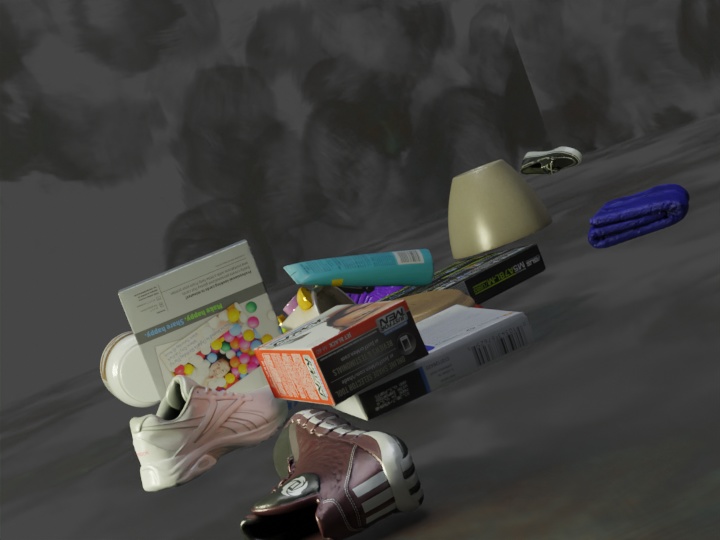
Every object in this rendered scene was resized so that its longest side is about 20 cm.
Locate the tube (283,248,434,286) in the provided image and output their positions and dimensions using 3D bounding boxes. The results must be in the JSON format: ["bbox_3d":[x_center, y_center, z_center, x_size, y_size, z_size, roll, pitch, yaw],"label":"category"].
[{"bbox_3d":[0.000,0.000,1.729,0.198,0.051,0.077,-3,12,-18],"label":"tube"}]

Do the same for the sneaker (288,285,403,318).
[{"bbox_3d":[-0.022,0.039,1.960,0.198,0.101,0.069,-23,7,-16],"label":"sneaker"}]

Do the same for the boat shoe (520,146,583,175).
[{"bbox_3d":[0.543,-0.302,3.628,0.199,0.071,0.064,-4,48,46],"label":"boat shoe"}]

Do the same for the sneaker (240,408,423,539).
[{"bbox_3d":[-0.048,0.158,0.928,0.115,0.076,0.199,-27,7,-26],"label":"sneaker"}]

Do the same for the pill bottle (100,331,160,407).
[{"bbox_3d":[-0.341,0.154,1.983,0.113,0.115,0.200,-22,5,-16],"label":"pill bottle"}]

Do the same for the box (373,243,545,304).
[{"bbox_3d":[0.130,0.026,1.801,0.199,0.048,0.193,-25,4,-32],"label":"box"}]

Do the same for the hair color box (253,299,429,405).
[{"bbox_3d":[-0.024,0.081,1.283,0.110,0.064,0.200,-26,7,-20],"label":"hair color box"}]

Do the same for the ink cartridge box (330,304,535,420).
[{"bbox_3d":[0.060,0.095,1.354,0.196,0.047,0.200,-25,4,-13],"label":"ink cartridge box"}]

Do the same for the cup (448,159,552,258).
[{"bbox_3d":[0.245,-0.124,2.399,0.198,0.145,0.200,-20,5,2],"label":"cup"}]

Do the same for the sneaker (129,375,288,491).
[{"bbox_3d":[-0.155,0.148,1.327,0.077,0.100,0.199,-16,7,43],"label":"sneaker"}]

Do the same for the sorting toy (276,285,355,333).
[{"bbox_3d":[-0.098,0.106,1.729,0.180,0.107,0.200,-38,0,15],"label":"sorting toy"}]

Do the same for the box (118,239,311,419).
[{"bbox_3d":[-0.162,0.088,1.417,0.154,0.202,0.041,-21,7,-7],"label":"box"}]

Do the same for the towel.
[{"bbox_3d":[0.403,-0.086,1.852,0.146,0.050,0.200,-20,5,17],"label":"towel"}]

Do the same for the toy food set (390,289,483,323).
[{"bbox_3d":[0.055,0.070,1.573,0.197,0.049,0.199,-22,8,-37],"label":"toy food set"}]
